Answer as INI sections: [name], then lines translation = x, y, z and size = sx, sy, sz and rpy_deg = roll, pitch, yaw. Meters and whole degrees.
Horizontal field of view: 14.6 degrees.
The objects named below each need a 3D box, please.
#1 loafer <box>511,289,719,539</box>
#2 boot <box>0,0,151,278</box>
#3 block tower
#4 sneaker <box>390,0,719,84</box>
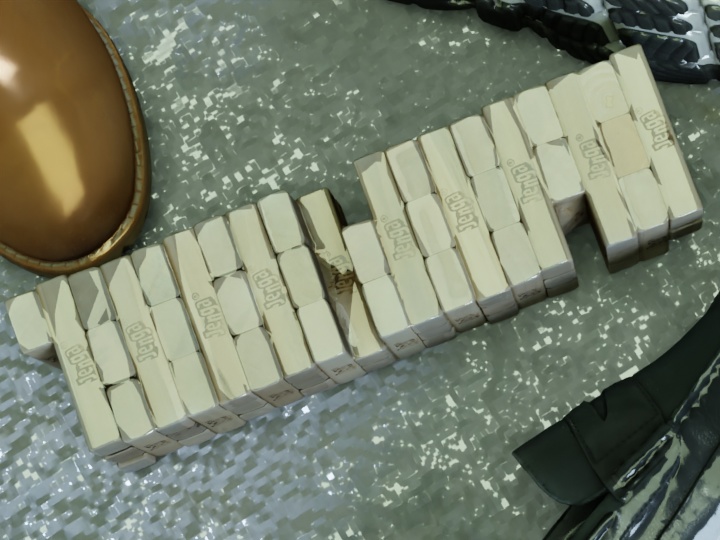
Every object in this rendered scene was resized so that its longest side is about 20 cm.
[loafer]
translation = 0.078, 0.064, 0.807
size = 0.070, 0.068, 0.201
rpy_deg = 29, 89, 0
[boot]
translation = -0.129, -0.098, 0.809
size = 0.076, 0.155, 0.201
rpy_deg = -21, 80, 2
[block tower]
translation = 0.000, 0.000, 0.833
size = 0.199, 0.054, 0.058
rpy_deg = -21, 79, 3
[sneaker]
translation = 0.066, -0.114, 0.835
size = 0.199, 0.077, 0.085
rpy_deg = 19, 78, 8
